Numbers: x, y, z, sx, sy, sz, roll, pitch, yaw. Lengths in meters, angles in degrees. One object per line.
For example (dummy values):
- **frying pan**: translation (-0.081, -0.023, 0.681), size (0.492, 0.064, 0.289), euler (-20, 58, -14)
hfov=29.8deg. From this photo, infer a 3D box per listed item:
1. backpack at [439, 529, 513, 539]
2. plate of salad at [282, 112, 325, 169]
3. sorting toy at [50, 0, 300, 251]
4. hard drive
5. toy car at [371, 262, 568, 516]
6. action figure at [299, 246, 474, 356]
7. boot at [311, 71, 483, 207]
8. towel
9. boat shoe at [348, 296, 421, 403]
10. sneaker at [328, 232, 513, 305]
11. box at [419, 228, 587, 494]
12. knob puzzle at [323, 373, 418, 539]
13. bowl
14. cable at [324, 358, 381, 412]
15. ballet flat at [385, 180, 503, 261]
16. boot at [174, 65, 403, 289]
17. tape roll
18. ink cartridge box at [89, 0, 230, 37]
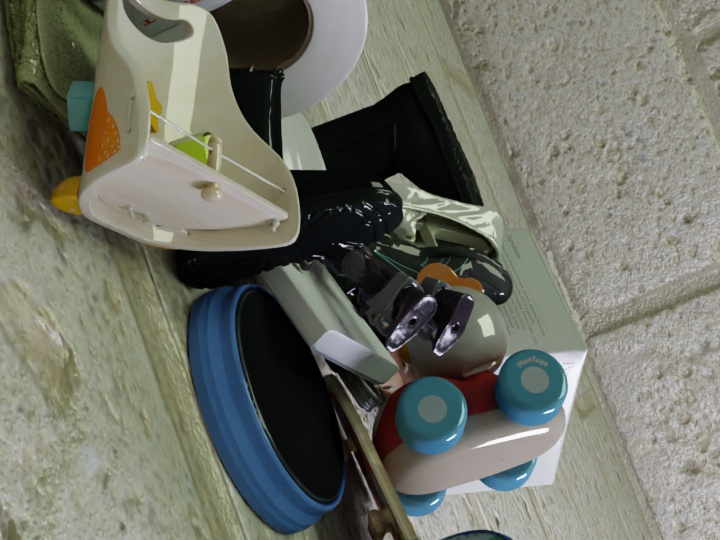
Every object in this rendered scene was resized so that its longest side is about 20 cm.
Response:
- **backpack**: translation (0.077, 0.299, 1.023), size (0.148, 0.181, 0.201), euler (57, 13, -38)
- **plate of salad**: translation (-0.064, -0.083, 1.355), size (0.200, 0.047, 0.203), euler (-15, 90, -82)
- **sorting toy**: translation (-0.135, -0.120, 0.933), size (0.200, 0.105, 0.183), euler (29, 54, -60)
- **hard drive**: translation (-0.054, 0.004, 1.148), size (0.201, 0.027, 0.132), euler (52, 10, 31)
- **toy car**: translation (0.077, 0.088, 1.232), size (0.185, 0.174, 0.202), euler (95, -22, -60)
- **action figure**: translation (0.000, 0.000, 1.128), size (0.130, 0.070, 0.200), euler (29, 6, -44)
- **boot**: translation (0.033, -0.104, 1.491), size (0.076, 0.167, 0.202), euler (40, 25, -60)
- **towel**: translation (-0.207, -0.175, 0.988), size (0.148, 0.036, 0.202), euler (48, 24, -55)
- **boat shoe**: translation (0.025, 0.091, 1.396), size (0.071, 0.075, 0.203), euler (-20, 99, -39)
- **sneaker**: translation (0.054, 0.014, 1.316), size (0.075, 0.197, 0.080), euler (131, -31, -60)
- **box**: translation (0.135, 0.095, 1.443), size (0.201, 0.129, 0.201), euler (-109, -161, -49)
- **knob puzzle**: translation (0.002, 0.180, 1.185), size (0.220, 0.030, 0.222), euler (155, -89, -84)
- **bowl**: translation (-0.069, 0.104, 1.069), size (0.202, 0.039, 0.202), euler (59, 16, -29)
- **cable**: translation (-0.011, 0.067, 1.224), size (0.098, 0.050, 0.200), euler (58, -5, -8)
- **ballet flat**: translation (0.062, -0.044, 1.370), size (0.197, 0.070, 0.070), euler (11, 46, -24)
- **boot**: translation (-0.070, -0.085, 1.055), size (0.073, 0.196, 0.165), euler (48, 30, -58)
- **tape roll**: translation (-0.098, -0.251, 1.174), size (0.203, 0.200, 0.140), euler (54, 19, -42)
- **ink cartridge box**: translation (-0.150, -0.259, 0.957), size (0.200, 0.145, 0.084), euler (35, 35, -68)
